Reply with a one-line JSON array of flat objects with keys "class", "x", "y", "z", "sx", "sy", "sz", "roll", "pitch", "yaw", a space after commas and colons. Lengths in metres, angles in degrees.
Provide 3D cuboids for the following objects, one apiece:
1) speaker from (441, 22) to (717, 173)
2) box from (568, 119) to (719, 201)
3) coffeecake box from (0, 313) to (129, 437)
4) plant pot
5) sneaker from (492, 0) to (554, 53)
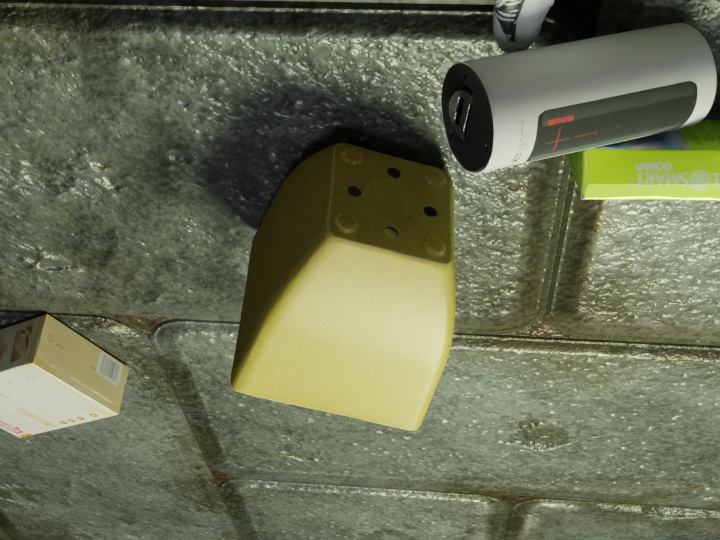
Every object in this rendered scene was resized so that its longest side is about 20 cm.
[{"class": "speaker", "x": 0.160, "y": -0.129, "z": 0.744, "sx": 0.197, "sy": 0.082, "sz": 0.082, "roll": -14, "pitch": 152, "yaw": -20}, {"class": "box", "x": 0.252, "y": -0.093, "z": 0.820, "sx": 0.196, "sy": 0.122, "sz": 0.049, "roll": 2, "pitch": 109, "yaw": 6}, {"class": "coffeecake box", "x": -0.434, "y": 0.145, "z": 1.329, "sx": 0.197, "sy": 0.074, "sz": 0.153, "roll": -16, "pitch": 141, "yaw": 29}, {"class": "plant pot", "x": 0.000, "y": 0.000, "z": 0.944, "sx": 0.191, "sy": 0.198, "sz": 0.201, "roll": 13, "pitch": 140, "yaw": -11}, {"class": "sneaker", "x": 0.151, "y": -0.224, "z": 0.678, "sx": 0.113, "sy": 0.076, "sz": 0.201, "roll": 6, "pitch": 144, "yaw": 5}]
